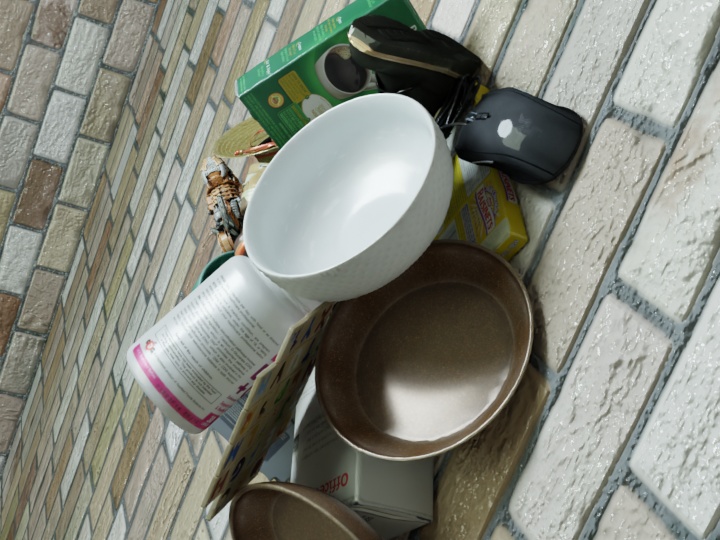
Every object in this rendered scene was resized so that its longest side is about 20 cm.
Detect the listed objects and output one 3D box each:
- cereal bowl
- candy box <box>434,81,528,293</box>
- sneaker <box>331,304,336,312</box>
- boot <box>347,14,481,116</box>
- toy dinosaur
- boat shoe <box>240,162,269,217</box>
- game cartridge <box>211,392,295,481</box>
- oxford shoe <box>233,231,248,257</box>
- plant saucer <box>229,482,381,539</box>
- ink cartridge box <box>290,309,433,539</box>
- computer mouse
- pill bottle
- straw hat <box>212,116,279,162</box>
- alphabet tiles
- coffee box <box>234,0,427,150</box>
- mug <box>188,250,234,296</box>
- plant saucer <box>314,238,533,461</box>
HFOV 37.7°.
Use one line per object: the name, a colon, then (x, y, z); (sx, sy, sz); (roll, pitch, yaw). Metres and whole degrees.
cereal bowl: (-0.001, -0.053, 0.922); (0.199, 0.083, 0.201); (-24, 43, 24)
candy box: (0.099, -0.073, 0.978); (0.102, 0.026, 0.201); (-48, 34, 38)
sneaker: (0.003, 0.000, 1.103); (0.200, 0.059, 0.105); (128, 144, -48)
boot: (0.031, -0.158, 1.001); (0.077, 0.199, 0.139); (42, 113, 26)
toy dinosaur: (-0.163, -0.051, 1.398); (0.136, 0.101, 0.202); (-59, -32, -84)
boat shoe: (-0.027, -0.094, 1.088); (0.072, 0.198, 0.077); (72, -160, -64)
game cartridge: (-0.127, 0.139, 1.167); (0.133, 0.200, 0.042); (-48, -2, 40)
oxford shoe: (-0.099, -0.019, 1.178); (0.071, 0.200, 0.073); (-46, 69, 5)
plant saucer: (-0.027, 0.254, 0.895); (0.037, 0.201, 0.200); (-38, -1, -38)
ink cartridge box: (0.001, 0.146, 0.986); (0.146, 0.084, 0.202); (-40, 39, 52)
computer mouse: (0.097, -0.103, 0.919); (0.141, 0.046, 0.200); (-58, 34, 4)
pill bottle: (-0.126, 0.059, 1.059); (0.200, 0.113, 0.113); (-41, 28, 2)
straw hat: (-0.093, -0.153, 1.374); (0.086, 0.200, 0.201); (68, 168, -23)
alphabet tiles: (-0.077, 0.120, 0.921); (0.201, 0.006, 0.166); (-65, -11, 21)
coffee box: (-0.015, -0.198, 1.095); (0.199, 0.123, 0.044); (-31, 35, 14)
mug: (-0.139, 0.083, 1.250); (0.115, 0.151, 0.186); (126, 151, -44)
plant saucer: (0.056, 0.069, 0.882); (0.199, 0.037, 0.202); (-16, 53, 22)
